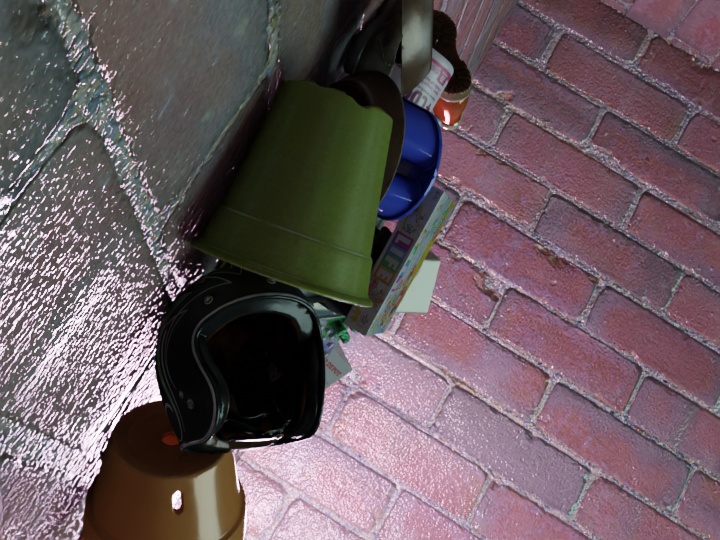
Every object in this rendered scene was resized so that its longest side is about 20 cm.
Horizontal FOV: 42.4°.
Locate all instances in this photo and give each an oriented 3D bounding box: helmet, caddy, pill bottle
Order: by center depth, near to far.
[{"bbox_3d":[-0.133,0.094,1.019,0.200,0.197,0.194,109,-25,-73],"label":"helmet"},{"bbox_3d":[0.020,-0.147,1.138,0.200,0.104,0.143,42,-69,51],"label":"caddy"},{"bbox_3d":[0.040,-0.234,1.350,0.202,0.112,0.113,-60,176,3],"label":"pill bottle"}]

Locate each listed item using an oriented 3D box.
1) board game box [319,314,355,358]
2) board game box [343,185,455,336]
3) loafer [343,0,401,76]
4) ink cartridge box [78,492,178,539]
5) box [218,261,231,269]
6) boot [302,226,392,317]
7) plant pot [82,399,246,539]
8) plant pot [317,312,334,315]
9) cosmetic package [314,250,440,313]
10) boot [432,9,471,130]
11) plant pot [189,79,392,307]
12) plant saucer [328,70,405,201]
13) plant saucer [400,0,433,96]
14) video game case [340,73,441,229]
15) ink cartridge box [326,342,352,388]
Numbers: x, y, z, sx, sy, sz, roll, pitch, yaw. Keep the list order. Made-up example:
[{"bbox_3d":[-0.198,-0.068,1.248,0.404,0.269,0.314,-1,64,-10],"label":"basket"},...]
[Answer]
[{"bbox_3d":[-0.119,0.139,1.252,0.198,0.026,0.201,-5,140,-42],"label":"board game box"},{"bbox_3d":[0.053,-0.013,1.191,0.202,0.034,0.134,-61,169,4],"label":"board game box"},{"bbox_3d":[0.046,-0.303,1.218,0.201,0.070,0.073,-57,176,-38],"label":"loafer"},{"bbox_3d":[-0.347,0.385,1.344,0.117,0.067,0.200,-61,176,26],"label":"ink cartridge box"},{"bbox_3d":[-0.172,0.046,1.203,0.202,0.049,0.160,-59,179,-7],"label":"box"},{"bbox_3d":[-0.047,-0.024,1.152,0.199,0.069,0.133,18,98,-54],"label":"boot"},{"bbox_3d":[-0.228,0.250,1.105,0.200,0.197,0.142,-53,157,-58],"label":"plant pot"},{"bbox_3d":[-0.120,0.080,1.508,0.202,0.134,0.200,-59,177,-6],"label":"plant pot"},{"bbox_3d":[0.000,0.000,1.297,0.103,0.198,0.089,37,-63,51],"label":"cosmetic package"},{"bbox_3d":[0.123,-0.320,1.473,0.108,0.074,0.202,84,-4,-59],"label":"boot"},{"bbox_3d":[-0.053,-0.086,0.950,0.200,0.197,0.193,-6,114,-85],"label":"plant pot"},{"bbox_3d":[-0.025,-0.140,1.079,0.199,0.034,0.203,-23,-121,45],"label":"plant saucer"},{"bbox_3d":[0.064,-0.298,1.042,0.200,0.036,0.204,2,90,-87],"label":"plant saucer"},{"bbox_3d":[0.000,-0.150,1.279,0.180,0.024,0.202,16,111,-41],"label":"video game case"},{"bbox_3d":[-0.128,0.147,1.373,0.199,0.085,0.145,-36,148,2],"label":"ink cartridge box"}]
